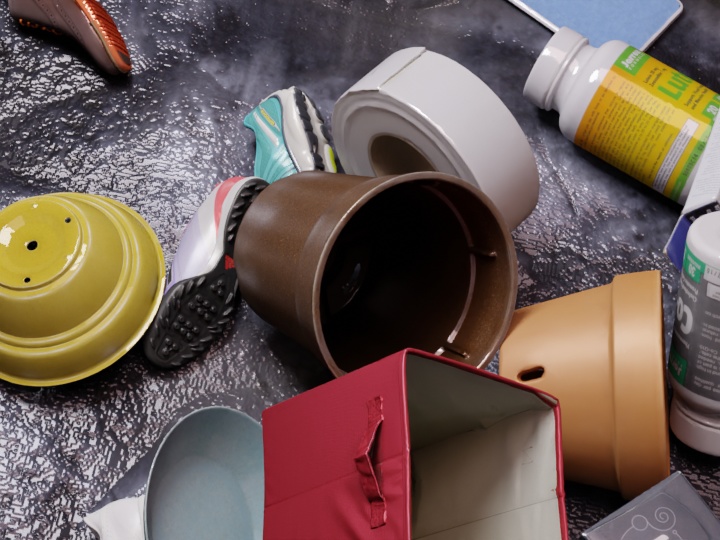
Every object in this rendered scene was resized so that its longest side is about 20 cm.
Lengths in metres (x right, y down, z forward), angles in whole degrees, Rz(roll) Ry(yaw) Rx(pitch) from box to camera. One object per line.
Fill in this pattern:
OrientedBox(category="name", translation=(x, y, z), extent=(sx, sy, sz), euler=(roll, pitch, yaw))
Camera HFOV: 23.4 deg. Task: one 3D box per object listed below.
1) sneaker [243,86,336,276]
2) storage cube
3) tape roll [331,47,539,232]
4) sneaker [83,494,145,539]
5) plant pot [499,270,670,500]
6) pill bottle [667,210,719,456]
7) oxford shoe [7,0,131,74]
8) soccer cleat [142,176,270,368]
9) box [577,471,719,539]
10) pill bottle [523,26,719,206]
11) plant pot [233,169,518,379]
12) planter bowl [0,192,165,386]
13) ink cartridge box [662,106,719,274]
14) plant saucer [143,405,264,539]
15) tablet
OrientedBox(category="sneaker", translation=(-0.060, -0.076, 1.658), extent=(0.080, 0.077, 0.200), euler=(-23, 68, 22))
OrientedBox(category="storage cube", translation=(0.039, 0.181, 1.373), extent=(0.200, 0.180, 0.171), euler=(19, 59, -37))
OrientedBox(category="tape roll", translation=(0.067, -0.104, 1.605), extent=(0.202, 0.203, 0.071), euler=(41, 64, 17))
OrientedBox(category="sneaker", translation=(-0.191, 0.284, 1.429), extent=(0.088, 0.075, 0.200), euler=(-11, 57, 4))
OrientedBox(category="plant pot", translation=(0.197, 0.101, 1.517), extent=(0.140, 0.200, 0.200), euler=(-1, 58, 11))
OrientedBox(category="pill bottle", translation=(0.332, 0.057, 1.532), extent=(0.113, 0.200, 0.113), euler=(2, 28, -1))
OrientedBox(category="oxford shoe", translation=(-0.304, -0.260, 1.742), extent=(0.073, 0.071, 0.200), euler=(-42, 73, 4))
OrientedBox(category="soccer cleat", translation=(-0.147, 0.001, 1.605), extent=(0.068, 0.073, 0.200), euler=(39, 71, -34))
OrientedBox(category="box", translation=(0.230, 0.271, 1.403), extent=(0.106, 0.200, 0.122), euler=(-28, 66, -22))
OrientedBox(category="pill bottle", translation=(0.267, -0.158, 1.713), extent=(0.200, 0.111, 0.111), euler=(31, 61, 11))
OrientedBox(category="plant pot", translation=(0.000, 0.000, 1.505), extent=(0.200, 0.200, 0.198), euler=(-30, 24, -22))
OrientedBox(category="planter bowl", translation=(-0.281, -0.004, 1.543), extent=(0.200, 0.083, 0.201), euler=(-5, 60, 9))
OrientedBox(category="ink cartridge box", translation=(0.378, -0.035, 1.628), extent=(0.200, 0.041, 0.200), euler=(45, 55, -30))
OrientedBox(category="plant saucer", translation=(-0.120, 0.214, 1.437), extent=(0.039, 0.201, 0.201), euler=(-16, 50, 36))
OrientedBox(category="tablet", translation=(0.231, -0.299, 1.851), extent=(0.200, 0.014, 0.130), euler=(38, 62, 14))
